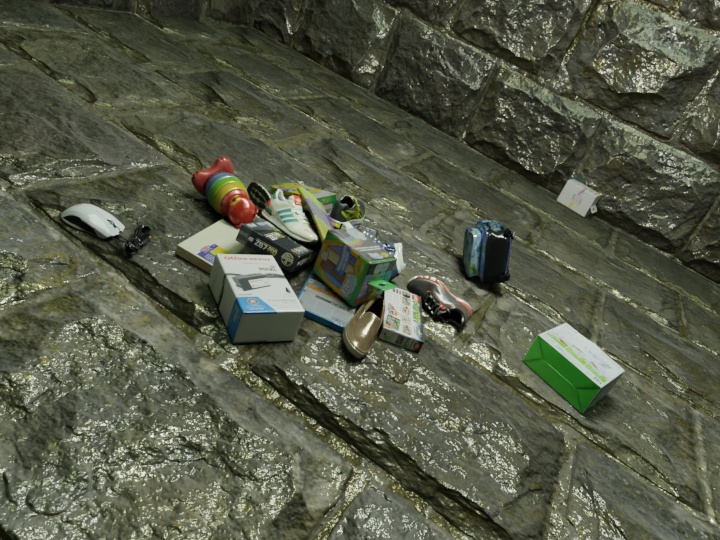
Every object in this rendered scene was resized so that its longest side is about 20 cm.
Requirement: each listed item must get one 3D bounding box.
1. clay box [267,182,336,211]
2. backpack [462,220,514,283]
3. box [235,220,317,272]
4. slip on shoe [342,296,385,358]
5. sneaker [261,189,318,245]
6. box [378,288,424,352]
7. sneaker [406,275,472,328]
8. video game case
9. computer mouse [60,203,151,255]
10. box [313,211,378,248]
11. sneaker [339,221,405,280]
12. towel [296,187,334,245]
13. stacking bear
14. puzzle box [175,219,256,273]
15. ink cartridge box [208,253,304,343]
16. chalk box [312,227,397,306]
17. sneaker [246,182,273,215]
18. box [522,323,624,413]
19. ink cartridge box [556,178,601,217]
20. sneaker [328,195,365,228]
[{"bbox_3d":[-0.183,-0.227,1.670,0.197,0.049,0.114,18,23,30],"label":"clay box"},{"bbox_3d":[0.405,-0.070,1.765,0.143,0.188,0.201,3,19,5],"label":"backpack"},{"bbox_3d":[-0.203,-0.063,1.360,0.159,0.050,0.200,28,10,5],"label":"box"},{"bbox_3d":[0.016,0.124,1.254,0.076,0.061,0.200,43,27,-3],"label":"slip on shoe"},{"bbox_3d":[-0.174,-0.144,1.426,0.198,0.095,0.070,34,10,31],"label":"sneaker"},{"bbox_3d":[0.102,0.115,1.376,0.108,0.035,0.201,21,29,-7],"label":"box"},{"bbox_3d":[0.208,0.085,1.469,0.197,0.078,0.082,28,35,8],"label":"sneaker"},{"bbox_3d":[-0.075,0.067,1.337,0.140,0.018,0.201,24,29,-1],"label":"video game case"},{"bbox_3d":[-0.569,-0.104,1.215,0.196,0.045,0.110,23,30,-3],"label":"computer mouse"},{"bbox_3d":[-0.044,-0.099,1.607,0.196,0.045,0.161,19,30,-9],"label":"box"},{"bbox_3d":[0.043,-0.063,1.515,0.144,0.081,0.202,-23,74,-31],"label":"sneaker"},{"bbox_3d":[-0.102,-0.124,1.471,0.203,0.023,0.143,64,12,26],"label":"towel"},{"bbox_3d":[-0.347,-0.192,1.456,0.120,0.115,0.200,-34,54,-15],"label":"stacking bear"},{"bbox_3d":[-0.338,-0.055,1.329,0.131,0.026,0.200,30,29,6],"label":"puzzle box"},{"bbox_3d":[-0.227,0.055,1.171,0.142,0.085,0.201,2,35,-36],"label":"ink cartridge box"},{"bbox_3d":[0.000,0.000,1.355,0.199,0.126,0.123,39,27,29],"label":"chalk box"},{"bbox_3d":[-0.248,-0.184,1.583,0.199,0.078,0.088,39,18,14],"label":"sneaker"},{"bbox_3d":[0.564,0.249,1.444,0.174,0.098,0.200,-9,43,-46],"label":"box"},{"bbox_3d":[1.188,-0.386,2.939,0.199,0.127,0.127,37,31,24],"label":"ink cartridge box"},{"bbox_3d":[-0.028,-0.184,1.625,0.073,0.086,0.200,29,29,10],"label":"sneaker"}]
